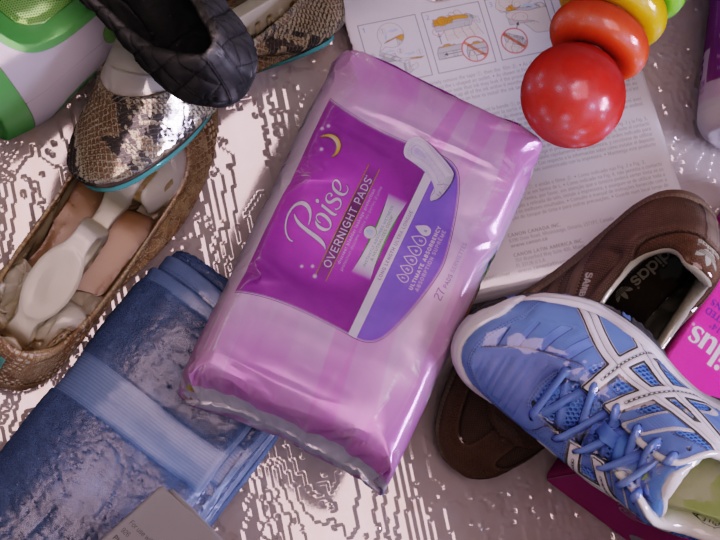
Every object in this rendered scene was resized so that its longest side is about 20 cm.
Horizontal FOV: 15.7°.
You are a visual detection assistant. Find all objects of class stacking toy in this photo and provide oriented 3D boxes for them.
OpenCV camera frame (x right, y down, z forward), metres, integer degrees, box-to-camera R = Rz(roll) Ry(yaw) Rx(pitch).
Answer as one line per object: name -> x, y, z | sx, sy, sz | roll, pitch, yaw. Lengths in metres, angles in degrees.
stacking toy -> 0.137, -0.149, 1.355 | 0.085, 0.085, 0.201 | 29, 67, -5

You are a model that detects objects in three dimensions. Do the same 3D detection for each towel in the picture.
towel -> -0.117, 0.094, 1.359 | 0.111, 0.049, 0.200 | 39, 78, -3

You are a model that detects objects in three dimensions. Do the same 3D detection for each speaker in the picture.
speaker -> -0.135, -0.160, 1.373 | 0.200, 0.088, 0.089 | -42, 91, -13

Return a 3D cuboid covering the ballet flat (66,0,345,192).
ballet flat -> -0.083, -0.119, 1.353 | 0.068, 0.076, 0.200 | 23, 45, 34

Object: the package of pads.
package of pads -> 0.000, 0.000, 1.332 | 0.120, 0.076, 0.201 | 25, 73, 2

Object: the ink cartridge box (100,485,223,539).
ink cartridge box -> -0.122, 0.227, 1.284 | 0.200, 0.146, 0.087 | -43, 49, -15

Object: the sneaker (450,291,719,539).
sneaker -> 0.136, 0.076, 1.284 | 0.199, 0.077, 0.076 | 27, 108, -2

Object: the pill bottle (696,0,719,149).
pill bottle -> 0.249, -0.165, 1.432 | 0.111, 0.112, 0.201 | 10, 80, -9

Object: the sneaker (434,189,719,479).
sneaker -> 0.110, 0.041, 1.355 | 0.070, 0.076, 0.200 | 36, 108, -14

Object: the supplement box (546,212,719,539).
supplement box -> 0.202, 0.058, 1.398 | 0.101, 0.103, 0.201 | 35, 79, -4

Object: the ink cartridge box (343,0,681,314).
ink cartridge box -> 0.079, -0.081, 1.431 | 0.161, 0.050, 0.201 | -12, 71, -11

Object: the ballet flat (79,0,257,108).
ballet flat -> -0.120, -0.157, 1.293 | 0.066, 0.057, 0.200 | -42, 68, -12

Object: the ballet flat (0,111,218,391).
ballet flat -> -0.134, -0.024, 1.363 | 0.070, 0.065, 0.201 | 31, 77, -3
